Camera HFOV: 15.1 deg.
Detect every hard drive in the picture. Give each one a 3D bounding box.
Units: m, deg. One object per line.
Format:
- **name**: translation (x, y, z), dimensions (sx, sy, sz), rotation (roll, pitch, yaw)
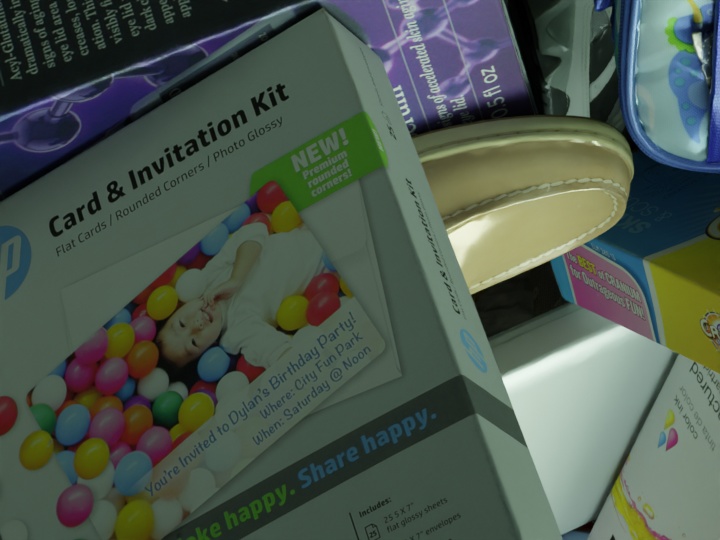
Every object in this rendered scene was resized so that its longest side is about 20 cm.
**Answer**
- **hard drive**: translation (0.117, 0.043, 1.065), dimensions (0.200, 0.026, 0.132), rotation (-23, 145, -6)

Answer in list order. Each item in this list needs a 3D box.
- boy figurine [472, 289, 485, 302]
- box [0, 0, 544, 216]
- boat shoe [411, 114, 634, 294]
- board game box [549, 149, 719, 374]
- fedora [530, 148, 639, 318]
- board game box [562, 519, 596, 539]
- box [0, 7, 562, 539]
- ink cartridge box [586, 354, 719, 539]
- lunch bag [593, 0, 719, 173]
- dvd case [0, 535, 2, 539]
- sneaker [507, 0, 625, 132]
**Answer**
- **boy figurine**: translation (0.000, 0.000, 1.090), dimensions (0.124, 0.065, 0.200), rotation (-7, 146, -17)
- **box**: translation (-0.051, -0.074, 0.918), dimensions (0.200, 0.104, 0.148), rotation (-21, 148, 3)
- **boat shoe**: translation (0.002, 0.009, 0.912), dimensions (0.200, 0.065, 0.071), rotation (-21, 148, 4)
- **board game box**: translation (0.175, -0.016, 0.943), dimensions (0.153, 0.200, 0.040), rotation (-29, 116, -18)
- **fedora**: translation (0.129, 0.016, 1.151), dimensions (0.176, 0.090, 0.200), rotation (-8, 143, -17)
- **board game box**: translation (0.072, 0.144, 1.182), dimensions (0.200, 0.019, 0.103), rotation (13, 120, -38)
- **box**: translation (-0.038, 0.041, 0.812), dimensions (0.156, 0.200, 0.041), rotation (-29, 146, 16)
- **ink cartridge box**: translation (0.166, 0.118, 1.044), dimensions (0.084, 0.145, 0.200), rotation (-9, 141, -26)
- **lunch bag**: translation (0.157, -0.127, 0.872), dimensions (0.160, 0.082, 0.200), rotation (4, 113, 5)
- **dvd case**: translation (-0.198, 0.039, 0.945), dimensions (0.143, 0.200, 0.018), rotation (-55, 172, 35)
- **sneaker**: translation (0.098, -0.095, 0.988), dimensions (0.088, 0.074, 0.200), rotation (-15, 147, -2)
